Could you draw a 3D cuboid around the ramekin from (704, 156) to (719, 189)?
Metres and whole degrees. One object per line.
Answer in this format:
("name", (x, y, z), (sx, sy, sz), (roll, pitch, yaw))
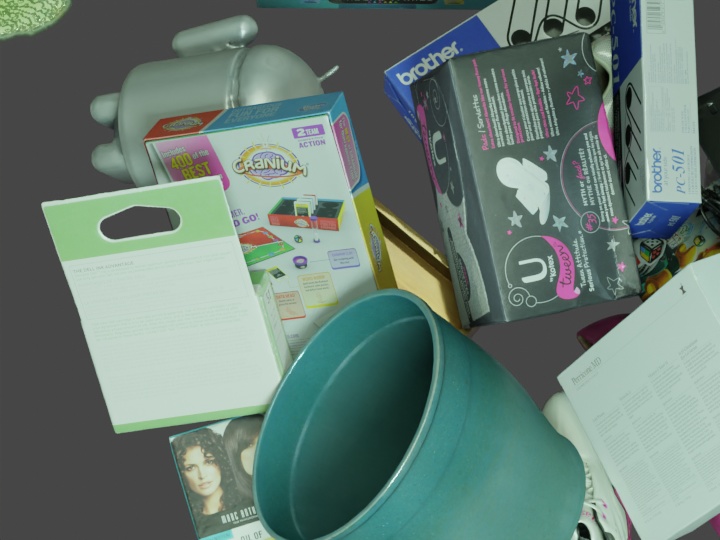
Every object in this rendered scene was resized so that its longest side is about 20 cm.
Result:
("ramekin", (0.376, -0.082, 1.768), (0.200, 0.105, 0.201), (0, 73, 0))

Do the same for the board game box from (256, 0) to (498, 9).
("board game box", (0.014, -0.294, 1.860), (0.200, 0.047, 0.151), (1, 73, 0))

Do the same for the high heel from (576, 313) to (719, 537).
("high heel", (0.232, 0.124, 1.723), (0.096, 0.067, 0.200), (-7, 58, -13))

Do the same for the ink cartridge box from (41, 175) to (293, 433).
("ink cartridge box", (-0.141, 0.020, 1.685), (0.145, 0.048, 0.200), (-8, 114, 14))

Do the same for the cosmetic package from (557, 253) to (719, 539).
("cosmetic package", (0.237, 0.096, 1.621), (0.052, 0.200, 0.151), (-20, 74, -33))

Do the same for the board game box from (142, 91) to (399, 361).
("board game box", (-0.062, -0.027, 1.694), (0.153, 0.040, 0.200), (-7, 115, 19))

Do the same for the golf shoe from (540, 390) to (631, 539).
("golf shoe", (0.172, 0.181, 1.694), (0.072, 0.092, 0.200), (-7, 71, 0))

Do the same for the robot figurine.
("robot figurine", (-0.110, -0.114, 1.753), (0.200, 0.113, 0.170), (-6, 81, 20))

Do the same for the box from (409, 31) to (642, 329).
("box", (0.120, -0.064, 1.697), (0.115, 0.132, 0.200), (-11, 88, -13))

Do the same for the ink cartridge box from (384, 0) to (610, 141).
("ink cartridge box", (0.127, -0.168, 1.816), (0.200, 0.044, 0.094), (-32, 76, -10))

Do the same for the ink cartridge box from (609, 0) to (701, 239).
("ink cartridge box", (0.218, -0.132, 1.673), (0.044, 0.094, 0.200), (2, 74, -7))

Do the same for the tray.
("tray", (0.000, 0.000, 1.777), (0.200, 0.037, 0.099), (40, 77, 11))

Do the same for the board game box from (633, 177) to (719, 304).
("board game box", (0.301, -0.017, 1.673), (0.200, 0.035, 0.126), (-38, 58, 15))

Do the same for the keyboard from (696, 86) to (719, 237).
("keyboard", (0.298, -0.051, 1.653), (0.104, 0.040, 0.200), (-23, 57, -3))

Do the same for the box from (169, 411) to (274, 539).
("box", (-0.078, 0.212, 1.704), (0.082, 0.049, 0.200), (-17, 74, -6))

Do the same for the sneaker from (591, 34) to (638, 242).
("sneaker", (0.199, -0.096, 1.764), (0.088, 0.081, 0.200), (7, 88, -11))

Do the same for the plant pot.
("plant pot", (0.056, 0.143, 1.639), (0.188, 0.200, 0.200), (30, 71, -30))
